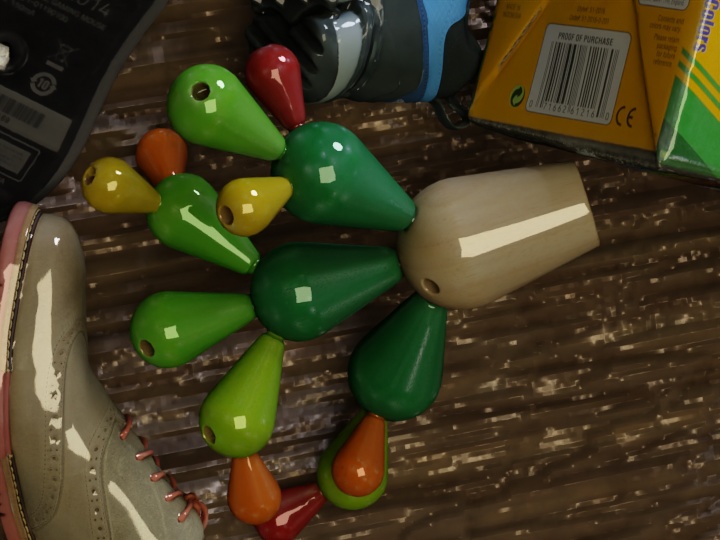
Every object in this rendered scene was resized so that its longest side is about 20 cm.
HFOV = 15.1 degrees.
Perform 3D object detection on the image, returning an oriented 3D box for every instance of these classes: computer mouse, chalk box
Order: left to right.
[{"bbox_3d":[-0.105,-0.097,0.911,0.138,0.053,0.200,30,116,-26],"label":"computer mouse"},{"bbox_3d":[0.162,-0.084,0.961,0.199,0.125,0.125,12,94,-32],"label":"chalk box"}]

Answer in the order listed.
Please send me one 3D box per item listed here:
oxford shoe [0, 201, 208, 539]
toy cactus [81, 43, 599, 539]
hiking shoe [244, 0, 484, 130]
[{"bbox_3d":[-0.090,0.072,0.942,0.074,0.071,0.201,-3,109,4],"label":"oxford shoe"},{"bbox_3d":[0.000,0.000,0.942,0.164,0.102,0.201,-17,117,3],"label":"toy cactus"},{"bbox_3d":[0.014,-0.156,0.960,0.086,0.074,0.201,6,97,-36],"label":"hiking shoe"}]
